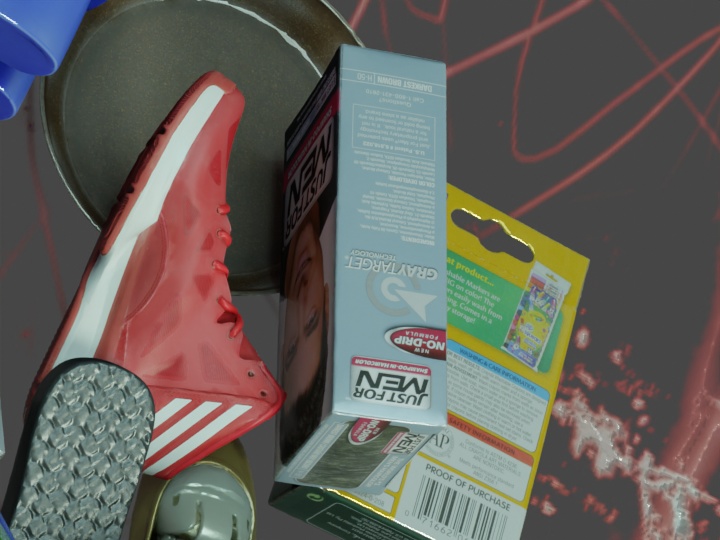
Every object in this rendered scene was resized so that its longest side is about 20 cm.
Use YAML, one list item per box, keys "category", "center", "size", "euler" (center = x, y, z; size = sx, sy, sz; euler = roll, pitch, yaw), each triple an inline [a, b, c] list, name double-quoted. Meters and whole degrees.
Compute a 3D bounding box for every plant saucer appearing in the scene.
- category: "plant saucer"
  center: [-0.078, -0.077, 1.279]
  size: [0.199, 0.032, 0.201]
  euler: [8, 68, -21]

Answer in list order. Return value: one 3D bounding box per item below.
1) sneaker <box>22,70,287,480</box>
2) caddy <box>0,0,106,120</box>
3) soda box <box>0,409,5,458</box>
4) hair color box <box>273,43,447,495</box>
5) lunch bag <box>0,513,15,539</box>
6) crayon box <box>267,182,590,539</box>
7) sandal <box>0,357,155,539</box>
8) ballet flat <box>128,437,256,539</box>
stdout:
- category: "sneaker"
  center: [-0.077, 0.010, 1.186]
  size: [0.115, 0.078, 0.201]
  euler: [27, 84, -9]
- category: "caddy"
  center: [-0.217, -0.162, 1.176]
  size: [0.199, 0.141, 0.105]
  euler: [24, 64, -19]
- category: "soda box"
  center: [-0.257, 0.035, 1.082]
  size: [0.200, 0.064, 0.068]
  euler: [39, 12, -23]
- category: "hair color box"
  center: [0.000, 0.000, 1.200]
  size: [0.060, 0.099, 0.201]
  euler: [8, 63, -16]
- category: "lunch bag"
  center: [-0.194, 0.177, 0.951]
  size: [0.170, 0.124, 0.200]
  euler: [-32, 67, -3]
- category: "crayon box"
  center: [0.040, 0.058, 1.285]
  size: [0.125, 0.052, 0.201]
  euler: [27, 60, -17]
- category: "sandal"
  center: [-0.151, 0.139, 1.128]
  size: [0.075, 0.048, 0.201]
  euler: [25, 82, -20]
- category: "ballet flat"
  center: [-0.081, 0.156, 1.168]
  size: [0.068, 0.063, 0.201]
  euler: [20, 61, -19]
